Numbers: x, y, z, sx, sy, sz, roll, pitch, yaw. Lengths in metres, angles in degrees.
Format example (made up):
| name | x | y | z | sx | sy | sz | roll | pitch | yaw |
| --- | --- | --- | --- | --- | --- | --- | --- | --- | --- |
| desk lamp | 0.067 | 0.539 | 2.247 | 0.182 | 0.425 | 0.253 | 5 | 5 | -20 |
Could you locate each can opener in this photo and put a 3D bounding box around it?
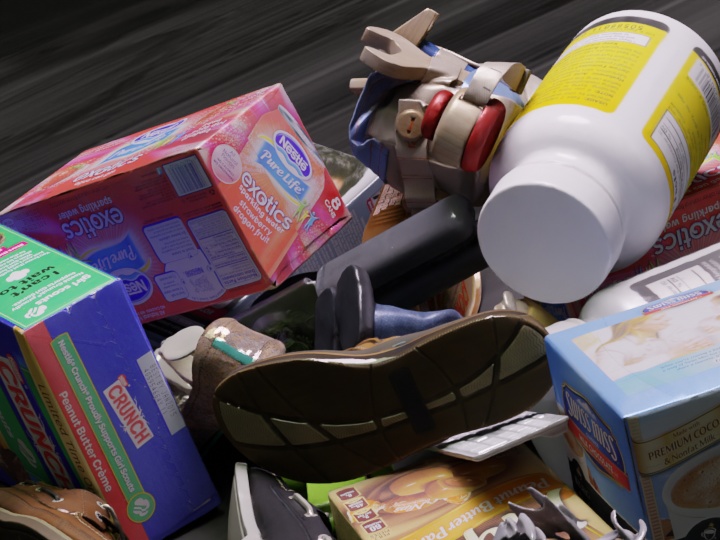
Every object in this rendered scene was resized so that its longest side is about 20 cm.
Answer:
| name | x | y | z | sx | sy | sz | roll | pitch | yaw |
| --- | --- | --- | --- | --- | --- | --- | --- | --- | --- |
| can opener | 0.000 | 0.000 | 1.578 | 0.200 | 0.053 | 0.067 | -29 | 38 | 32 |

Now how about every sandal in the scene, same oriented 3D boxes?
| name | x | y | z | sx | sy | sz | roll | pitch | yaw |
| --- | --- | --- | --- | --- | --- | --- | --- | --- | --- |
| sandal | 0.016 | 0.063 | 1.434 | 0.200 | 0.082 | 0.055 | -20 | 15 | 16 |

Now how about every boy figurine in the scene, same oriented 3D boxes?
| name | x | y | z | sx | sy | sz | roll | pitch | yaw |
| --- | --- | --- | --- | --- | --- | --- | --- | --- | --- |
| boy figurine | 0.078 | 0.044 | 1.528 | 0.200 | 0.064 | 0.124 | 7 | -27 | -20 |

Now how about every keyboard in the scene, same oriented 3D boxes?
| name | x | y | z | sx | sy | sz | roll | pitch | yaw |
| --- | --- | --- | --- | --- | --- | --- | --- | --- | --- |
| keyboard | 0.067 | 0.091 | 1.443 | 0.056 | 0.011 | 0.200 | -16 | 1 | -10 |

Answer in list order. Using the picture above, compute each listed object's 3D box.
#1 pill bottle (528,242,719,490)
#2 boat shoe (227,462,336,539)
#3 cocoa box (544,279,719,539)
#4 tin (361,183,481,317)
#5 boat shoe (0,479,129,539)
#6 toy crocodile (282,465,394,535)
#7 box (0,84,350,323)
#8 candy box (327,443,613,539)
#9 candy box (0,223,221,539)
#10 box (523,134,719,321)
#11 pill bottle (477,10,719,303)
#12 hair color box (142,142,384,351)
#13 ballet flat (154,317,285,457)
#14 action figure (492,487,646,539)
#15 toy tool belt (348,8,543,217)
| name | x | y | z | sx | sy | sz | roll | pitch | yaw |
| --- | --- | --- | --- | --- | --- | --- | --- | --- | --- |
| pill bottle | 0.195 | 0.048 | 1.473 | 0.200 | 0.113 | 0.113 | -21 | 22 | -18 |
| boat shoe | -0.040 | 0.155 | 1.407 | 0.060 | 0.074 | 0.200 | -2 | 10 | -7 |
| cocoa box | 0.218 | 0.082 | 1.350 | 0.200 | 0.131 | 0.133 | -17 | 21 | -9 |
| tin | 0.042 | -0.002 | 1.700 | 0.042 | 0.112 | 0.200 | -18 | 18 | 17 |
| boat shoe | -0.170 | 0.156 | 1.482 | 0.068 | 0.072 | 0.200 | -27 | 25 | -29 |
| toy crocodile | -0.018 | 0.108 | 1.543 | 0.067 | 0.062 | 0.200 | -16 | 26 | -2 |
| box | -0.120 | -0.033 | 1.622 | 0.200 | 0.103 | 0.095 | -16 | 18 | 43 |
| candy box | 0.068 | 0.158 | 1.354 | 0.115 | 0.055 | 0.200 | -17 | 20 | -13 |
| candy box | -0.190 | 0.069 | 1.579 | 0.077 | 0.169 | 0.200 | -33 | 27 | -24 |
| box | 0.207 | -0.018 | 1.652 | 0.200 | 0.103 | 0.095 | -22 | 23 | -17 |
| pill bottle | 0.142 | -0.066 | 1.531 | 0.111 | 0.111 | 0.200 | -2 | 29 | 28 |
| hair color box | -0.069 | -0.001 | 1.755 | 0.099 | 0.061 | 0.200 | 20 | 53 | 44 |
| ballet flat | -0.096 | 0.065 | 1.558 | 0.068 | 0.067 | 0.200 | -62 | 8 | -23 |
| action figure | 0.087 | 0.188 | 1.197 | 0.200 | 0.130 | 0.069 | -50 | 13 | -34 |
| toy tool belt | 0.035 | -0.097 | 1.574 | 0.123 | 0.125 | 0.200 | 25 | 3 | 9 |
